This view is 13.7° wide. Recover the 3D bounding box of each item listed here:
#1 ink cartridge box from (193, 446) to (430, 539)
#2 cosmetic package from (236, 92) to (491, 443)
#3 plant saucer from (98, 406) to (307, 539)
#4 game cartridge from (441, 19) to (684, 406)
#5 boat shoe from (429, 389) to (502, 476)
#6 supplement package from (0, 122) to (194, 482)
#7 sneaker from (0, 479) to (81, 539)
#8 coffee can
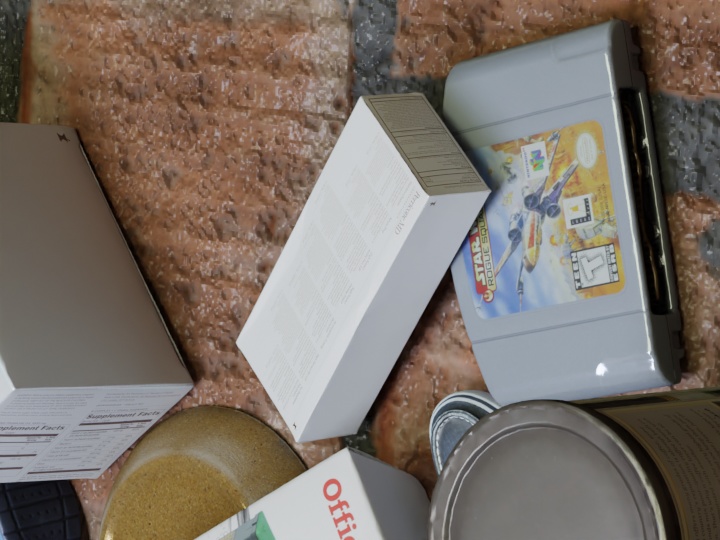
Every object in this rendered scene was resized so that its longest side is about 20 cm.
[{"bbox_3d":[-0.043,0.214,1.708,0.199,0.084,0.147,-33,60,17],"label":"ink cartridge box"},{"bbox_3d":[0.000,0.000,1.707,0.083,0.050,0.200,59,137,33],"label":"cosmetic package"},{"bbox_3d":[-0.100,0.185,1.835,0.199,0.035,0.202,2,93,40],"label":"plant saucer"},{"bbox_3d":[0.107,-0.027,1.653,0.133,0.041,0.201,-12,84,36],"label":"game cartridge"},{"bbox_3d":[0.080,0.150,1.644,0.071,0.091,0.201,-48,62,31],"label":"boat shoe"},{"bbox_3d":[-0.225,0.018,1.854,0.111,0.155,0.201,-42,63,32],"label":"supplement package"},{"bbox_3d":[-0.220,0.200,1.915,0.082,0.074,0.201,-22,76,41],"label":"sneaker"},{"bbox_3d":[0.152,0.133,1.511,0.146,0.199,0.147,2,92,41],"label":"coffee can"}]
